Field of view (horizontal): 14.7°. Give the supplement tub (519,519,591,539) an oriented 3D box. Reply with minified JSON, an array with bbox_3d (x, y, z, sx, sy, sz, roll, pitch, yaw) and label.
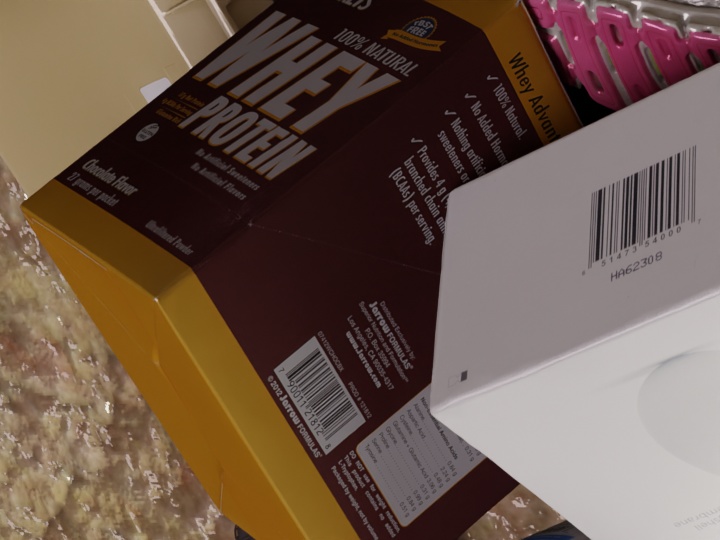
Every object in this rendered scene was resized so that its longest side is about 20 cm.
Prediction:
[{"bbox_3d":[0.127,0.172,1.289,0.132,0.200,0.132,5,98,32],"label":"supplement tub"}]

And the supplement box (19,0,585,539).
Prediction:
[{"bbox_3d":[0.000,0.000,1.223,0.133,0.200,0.197,30,155,54],"label":"supplement box"}]

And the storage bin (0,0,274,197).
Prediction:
[{"bbox_3d":[-0.091,-0.088,1.375,0.198,0.094,0.200,-18,109,46],"label":"storage bin"}]

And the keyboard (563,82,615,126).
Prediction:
[{"bbox_3d":[0.108,-0.078,1.270,0.200,0.021,0.127,12,127,35],"label":"keyboard"}]

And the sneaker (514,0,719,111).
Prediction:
[{"bbox_3d":[0.158,-0.114,1.145,0.199,0.088,0.074,5,146,31],"label":"sneaker"}]

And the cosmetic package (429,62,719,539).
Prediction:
[{"bbox_3d":[0.168,0.028,1.119,0.199,0.123,0.200,-24,131,32],"label":"cosmetic package"}]

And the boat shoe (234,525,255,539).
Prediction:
[{"bbox_3d":[0.010,0.164,1.505,0.200,0.074,0.073,15,131,30],"label":"boat shoe"}]
